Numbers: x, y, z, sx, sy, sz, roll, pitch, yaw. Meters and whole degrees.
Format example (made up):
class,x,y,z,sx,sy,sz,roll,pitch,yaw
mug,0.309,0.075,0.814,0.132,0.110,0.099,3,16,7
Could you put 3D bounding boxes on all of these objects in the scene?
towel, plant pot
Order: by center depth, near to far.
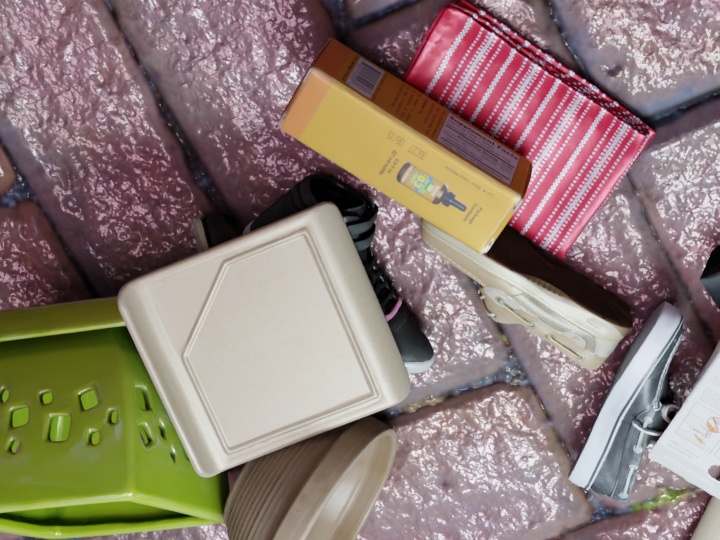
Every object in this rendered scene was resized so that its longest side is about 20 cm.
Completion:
class,x,y,z,sx,sy,sz,roll,pitch,yaw
towel,0.120,-0.113,1.418,0.199,0.023,0.145,33,121,-2
plant pot,-0.238,0.130,1.526,0.198,0.199,0.184,-7,73,20
plant pot,-0.057,0.205,1.533,0.092,0.201,0.202,29,121,15

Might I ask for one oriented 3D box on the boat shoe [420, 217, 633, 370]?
class,x,y,z,sx,sy,sz,roll,pitch,yaw
boat shoe,0.128,0.017,1.452,0.199,0.071,0.065,32,119,-3

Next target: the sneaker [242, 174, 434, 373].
class,x,y,z,sx,sy,sz,roll,pitch,yaw
sneaker,0.000,0.000,1.479,0.200,0.071,0.099,40,124,-1

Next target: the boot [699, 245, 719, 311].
class,x,y,z,sx,sy,sz,roll,pitch,yaw
boot,0.390,0.044,1.400,0.164,0.066,0.201,-27,101,24

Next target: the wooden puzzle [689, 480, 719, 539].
class,x,y,z,sx,sy,sz,roll,pitch,yaw
wooden puzzle,0.372,0.278,1.490,0.199,0.046,0.187,27,108,12

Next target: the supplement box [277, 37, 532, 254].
class,x,y,z,sx,sy,sz,roll,pitch,yaw
supplement box,0.038,-0.100,1.399,0.199,0.069,0.067,33,124,-2

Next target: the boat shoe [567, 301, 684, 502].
class,x,y,z,sx,sy,sz,roll,pitch,yaw
boat shoe,0.240,0.117,1.467,0.068,0.074,0.201,25,120,7

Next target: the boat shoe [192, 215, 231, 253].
class,x,y,z,sx,sy,sz,roll,pitch,yaw
boat shoe,-0.095,0.041,1.535,0.063,0.074,0.203,-22,103,-6

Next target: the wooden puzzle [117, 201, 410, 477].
class,x,y,z,sx,sy,sz,roll,pitch,yaw
wooden puzzle,-0.079,0.058,1.456,0.198,0.037,0.186,-23,107,3

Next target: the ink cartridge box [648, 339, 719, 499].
class,x,y,z,sx,sy,sz,roll,pitch,yaw
ink cartridge box,0.346,0.112,1.392,0.160,0.050,0.201,31,129,5
